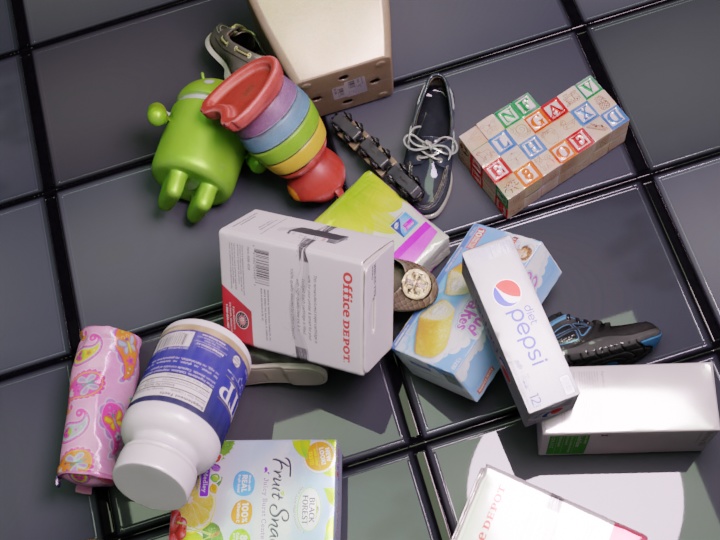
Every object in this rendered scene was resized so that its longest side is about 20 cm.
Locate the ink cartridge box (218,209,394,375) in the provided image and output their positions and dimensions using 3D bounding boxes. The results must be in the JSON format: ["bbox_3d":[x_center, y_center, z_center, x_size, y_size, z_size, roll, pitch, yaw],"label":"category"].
[{"bbox_3d":[-0.062,0.024,1.253,0.198,0.146,0.084,13,28,26],"label":"ink cartridge box"}]

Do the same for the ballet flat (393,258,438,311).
[{"bbox_3d":[0.000,0.000,1.303,0.197,0.046,0.068,18,72,12],"label":"ballet flat"}]

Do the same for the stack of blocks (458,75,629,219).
[{"bbox_3d":[0.243,-0.176,1.416,0.199,0.059,0.116,-32,67,-7],"label":"stack of blocks"}]

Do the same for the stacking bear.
[{"bbox_3d":[-0.094,-0.167,1.377,0.114,0.200,0.121,-45,34,-7],"label":"stacking bear"}]

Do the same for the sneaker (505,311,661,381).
[{"bbox_3d":[0.267,0.082,1.297,0.197,0.074,0.083,-11,59,0],"label":"sneaker"}]

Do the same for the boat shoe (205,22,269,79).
[{"bbox_3d":[-0.165,-0.304,1.474,0.061,0.071,0.202,-60,32,21],"label":"boat shoe"}]

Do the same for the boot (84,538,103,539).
[{"bbox_3d":[-0.265,0.371,1.222,0.199,0.097,0.075,33,74,18],"label":"boot"}]

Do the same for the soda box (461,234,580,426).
[{"bbox_3d":[0.178,0.067,1.197,0.063,0.068,0.202,-20,69,-3],"label":"soda box"}]

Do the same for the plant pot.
[{"bbox_3d":[-0.044,-0.325,1.449,0.197,0.200,0.180,-16,77,-1],"label":"plant pot"}]

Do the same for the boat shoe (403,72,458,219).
[{"bbox_3d":[0.096,-0.170,1.428,0.074,0.062,0.203,9,69,8],"label":"boat shoe"}]

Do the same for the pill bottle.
[{"bbox_3d":[-0.208,0.167,1.224,0.118,0.121,0.202,8,47,10],"label":"pill bottle"}]

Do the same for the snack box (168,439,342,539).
[{"bbox_3d":[-0.123,0.290,1.256,0.197,0.068,0.171,-2,66,5],"label":"snack box"}]

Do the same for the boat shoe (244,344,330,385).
[{"bbox_3d":[-0.130,0.107,1.335,0.197,0.067,0.058,2,57,13],"label":"boat shoe"}]

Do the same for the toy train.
[{"bbox_3d":[0.022,-0.153,1.422,0.034,0.046,0.200,-43,54,0],"label":"toy train"}]

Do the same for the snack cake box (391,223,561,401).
[{"bbox_3d":[0.143,0.048,1.304,0.114,0.067,0.201,18,66,47],"label":"snack cake box"}]

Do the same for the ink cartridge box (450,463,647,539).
[{"bbox_3d":[0.201,0.330,1.193,0.198,0.085,0.147,23,71,13],"label":"ink cartridge box"}]

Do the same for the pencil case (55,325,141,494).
[{"bbox_3d":[-0.325,0.172,1.323,0.086,0.088,0.203,0,68,6],"label":"pencil case"}]

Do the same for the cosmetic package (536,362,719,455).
[{"bbox_3d":[0.307,0.162,1.241,0.197,0.108,0.086,-2,67,7],"label":"cosmetic package"}]

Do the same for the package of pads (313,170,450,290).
[{"bbox_3d":[-0.004,-0.014,1.370,0.154,0.068,0.200,40,77,19],"label":"package of pads"}]

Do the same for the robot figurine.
[{"bbox_3d":[-0.211,-0.170,1.434,0.173,0.116,0.202,22,67,-14],"label":"robot figurine"}]
